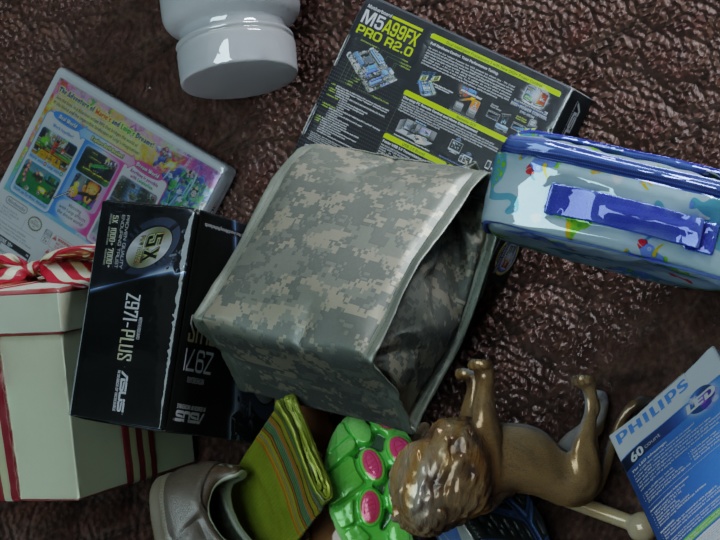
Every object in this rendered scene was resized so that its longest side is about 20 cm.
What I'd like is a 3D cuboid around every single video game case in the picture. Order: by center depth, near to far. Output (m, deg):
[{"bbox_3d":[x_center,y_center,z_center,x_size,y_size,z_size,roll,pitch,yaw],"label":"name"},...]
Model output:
[{"bbox_3d":[-0.220,-0.048,1.840,0.200,0.024,0.183,31,96,29],"label":"video game case"}]

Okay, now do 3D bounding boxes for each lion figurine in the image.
[{"bbox_3d":[0.116,0.133,1.560,0.199,0.072,0.123,7,76,-17],"label":"lion figurine"}]

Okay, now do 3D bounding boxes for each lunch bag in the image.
[{"bbox_3d":[0.187,-0.039,1.529,0.199,0.161,0.083,13,90,7],"label":"lunch bag"},{"bbox_3d":[0.000,0.000,1.614,0.163,0.118,0.200,11,60,32],"label":"lunch bag"}]

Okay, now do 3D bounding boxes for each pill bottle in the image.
[{"bbox_3d":[-0.108,-0.247,1.763,0.113,0.113,0.201,-13,76,25],"label":"pill bottle"}]

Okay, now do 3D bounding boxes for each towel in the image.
[{"bbox_3d":[-0.069,0.172,1.658,0.086,0.018,0.200,68,153,21],"label":"towel"}]

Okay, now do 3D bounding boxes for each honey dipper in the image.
[{"bbox_3d":[0.127,0.161,1.623,0.199,0.038,0.038,19,91,24],"label":"honey dipper"}]

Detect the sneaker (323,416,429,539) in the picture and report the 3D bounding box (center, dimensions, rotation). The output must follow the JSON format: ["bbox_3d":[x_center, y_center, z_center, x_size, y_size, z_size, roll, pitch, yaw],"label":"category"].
[{"bbox_3d":[0.018,0.200,1.624,0.076,0.084,0.201,-12,78,-6],"label":"sneaker"}]

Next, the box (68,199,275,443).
[{"bbox_3d":[-0.121,0.044,1.672,0.086,0.200,0.165,7,84,28],"label":"box"}]

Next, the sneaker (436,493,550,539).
[{"bbox_3d":[0.122,0.238,1.598,0.201,0.075,0.077,60,147,15],"label":"sneaker"}]

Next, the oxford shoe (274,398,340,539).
[{"bbox_3d":[-0.020,0.153,1.683,0.071,0.071,0.201,-12,87,20],"label":"oxford shoe"}]

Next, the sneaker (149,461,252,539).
[{"bbox_3d":[-0.102,0.241,1.643,0.075,0.070,0.201,-19,79,19],"label":"sneaker"}]

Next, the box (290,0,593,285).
[{"bbox_3d":[0.057,-0.102,1.694,0.200,0.044,0.161,27,94,28],"label":"box"}]

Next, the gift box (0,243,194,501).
[{"bbox_3d":[-0.245,0.077,1.715,0.184,0.200,0.188,-4,93,25],"label":"gift box"}]

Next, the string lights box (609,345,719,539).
[{"bbox_3d":[0.247,0.150,1.486,0.103,0.059,0.200,-43,29,15],"label":"string lights box"}]
